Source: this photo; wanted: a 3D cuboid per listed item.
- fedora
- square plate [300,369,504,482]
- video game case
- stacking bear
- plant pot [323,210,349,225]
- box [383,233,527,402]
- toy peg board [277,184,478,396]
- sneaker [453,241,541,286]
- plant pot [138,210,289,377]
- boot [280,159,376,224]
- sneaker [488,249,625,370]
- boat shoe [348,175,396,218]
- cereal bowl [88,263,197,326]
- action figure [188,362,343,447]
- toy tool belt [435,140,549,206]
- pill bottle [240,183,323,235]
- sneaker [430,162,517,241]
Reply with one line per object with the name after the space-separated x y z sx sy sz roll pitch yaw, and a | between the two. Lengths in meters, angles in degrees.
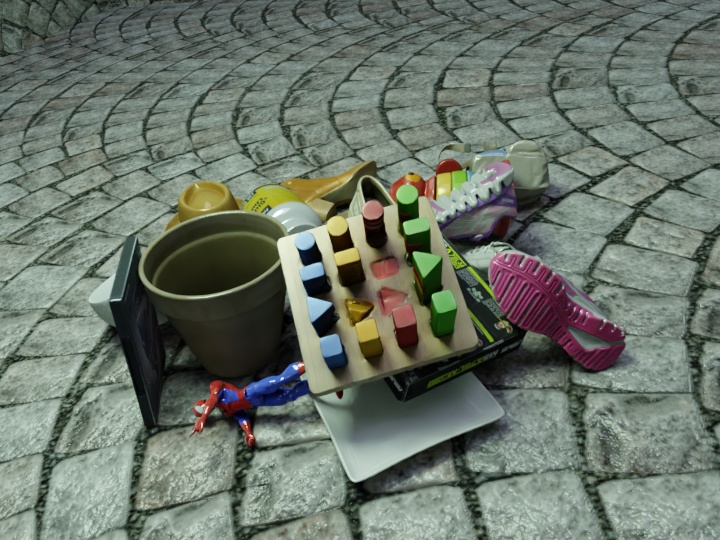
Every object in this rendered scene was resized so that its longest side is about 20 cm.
-0.285 -0.112 1.215 0.197 0.083 0.202 -6 34 4 | fedora
0.044 0.157 0.804 0.196 0.029 0.200 -19 36 -14 | square plate
-0.285 0.079 0.843 0.019 0.202 0.144 -7 34 -6 | video game case
0.143 -0.115 1.068 0.197 0.115 0.122 4 36 5 | stacking bear
0.016 -0.049 1.103 0.197 0.028 0.201 -7 35 5 | plant pot
0.080 0.049 0.836 0.191 0.048 0.201 -18 53 -29 | box
0.012 0.009 0.733 0.196 0.098 0.202 -16 65 -1 | toy peg board
0.190 -0.011 0.961 0.199 0.082 0.075 23 47 40 | sneaker
-0.181 0.044 0.886 0.197 0.175 0.201 -4 34 3 | plant pot
-0.071 -0.162 1.244 0.143 0.071 0.201 18 48 30 | boot
0.239 0.043 0.827 0.082 0.199 0.088 -48 11 15 | sneaker
0.037 -0.045 0.841 0.071 0.065 0.201 -9 47 -19 | boat shoe
-0.308 0.026 1.002 0.198 0.084 0.201 -25 19 9 | cereal bowl
-0.124 0.169 0.782 0.197 0.066 0.100 -14 37 19 | action figure
0.235 -0.173 1.169 0.197 0.127 0.123 0 4 8 | toy tool belt
-0.125 -0.067 1.066 0.111 0.113 0.200 -21 27 -16 | pill bottle
0.151 -0.075 0.967 0.198 0.089 0.081 -29 24 4 | sneaker
